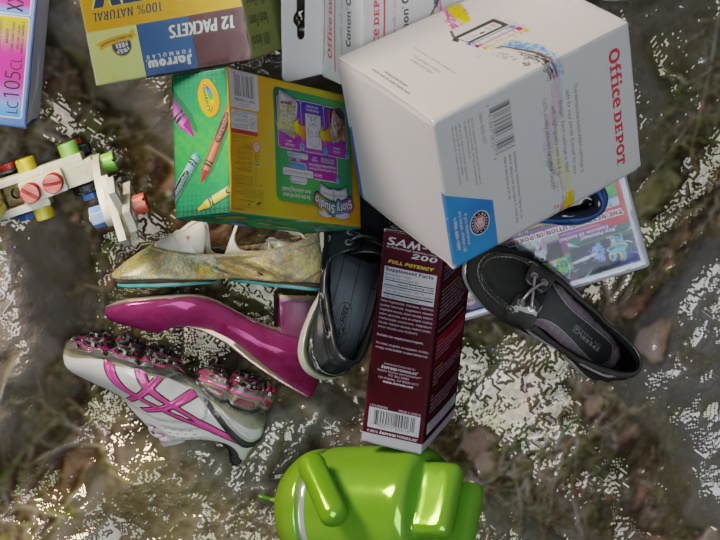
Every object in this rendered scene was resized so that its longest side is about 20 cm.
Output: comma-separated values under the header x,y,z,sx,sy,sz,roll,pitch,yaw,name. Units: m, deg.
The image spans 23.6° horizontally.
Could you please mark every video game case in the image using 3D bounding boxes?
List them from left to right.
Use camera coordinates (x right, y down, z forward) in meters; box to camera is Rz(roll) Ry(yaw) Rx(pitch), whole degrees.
x,y,z,sx,sy,sz,roll,pitch,yaw,name
0.147,-0.063,1.586,0.200,0.023,0.182,-16,100,1,video game case

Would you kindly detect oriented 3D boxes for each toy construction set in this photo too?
x,y,z,sx,sy,sz,roll,pitch,yaw,name
-0.285,-0.065,1.523,0.200,0.131,0.092,-4,101,0,toy construction set

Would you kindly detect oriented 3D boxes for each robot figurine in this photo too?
x,y,z,sx,sy,sz,roll,pitch,yaw,name
0.009,0.218,1.567,0.200,0.175,0.116,-3,61,30,robot figurine

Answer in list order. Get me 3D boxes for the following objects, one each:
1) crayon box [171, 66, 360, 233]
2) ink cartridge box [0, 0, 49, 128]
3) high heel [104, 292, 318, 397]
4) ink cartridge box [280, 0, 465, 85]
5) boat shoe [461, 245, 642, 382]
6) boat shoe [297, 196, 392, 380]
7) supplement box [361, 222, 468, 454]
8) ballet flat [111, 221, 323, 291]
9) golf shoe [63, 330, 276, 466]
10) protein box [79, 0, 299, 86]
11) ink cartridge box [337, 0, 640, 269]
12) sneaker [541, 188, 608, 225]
x,y,z,sx,sy,sz,roll,pitch,yaw,name
-0.075,-0.097,1.450,0.058,0.200,0.119,-5,85,31,crayon box
-0.383,-0.206,1.526,0.200,0.076,0.137,7,100,0,ink cartridge box
-0.134,0.069,1.583,0.200,0.067,0.096,1,90,-14,high heel
0.032,-0.221,1.476,0.200,0.067,0.117,-14,117,-29,ink cartridge box
0.178,0.038,1.555,0.200,0.057,0.067,36,74,-28,boat shoe
-0.002,-0.001,1.539,0.074,0.066,0.199,26,72,-22,boat shoe
0.053,0.050,1.543,0.061,0.109,0.200,12,108,17,supplement box
-0.125,-0.016,1.568,0.200,0.071,0.071,1,100,-7,ballet flat
-0.183,0.119,1.588,0.200,0.073,0.092,19,101,-4,golf shoe
-0.150,-0.272,1.445,0.135,0.199,0.200,-8,100,11,protein box
0.110,-0.130,1.435,0.200,0.145,0.147,-27,129,-21,ink cartridge box
0.122,-0.080,1.532,0.200,0.078,0.066,9,102,-2,sneaker
